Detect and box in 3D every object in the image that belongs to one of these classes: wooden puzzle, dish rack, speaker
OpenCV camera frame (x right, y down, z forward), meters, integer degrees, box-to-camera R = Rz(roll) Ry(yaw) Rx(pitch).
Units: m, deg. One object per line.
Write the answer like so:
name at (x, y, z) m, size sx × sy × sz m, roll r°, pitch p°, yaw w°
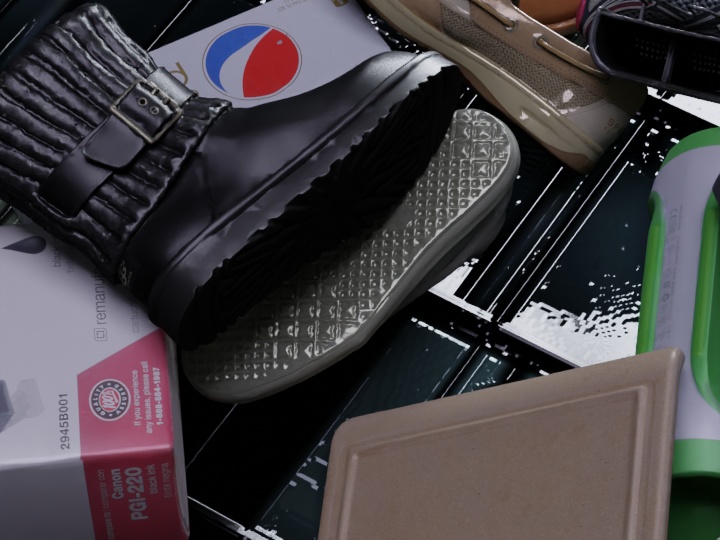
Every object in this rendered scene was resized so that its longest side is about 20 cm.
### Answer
wooden puzzle at (0.058, 0.133, 1.312) m, size 0.185 × 0.037 × 0.200 m, roll -14°, pitch 46°, yaw 30°
dish rack at (0.210, -0.174, 1.431) m, size 0.153 × 0.055 × 0.200 m, roll 15°, pitch 91°, yaw 21°
speaker at (0.171, 0.031, 1.388) m, size 0.088 × 0.088 × 0.200 m, roll 6°, pitch 55°, yaw 6°

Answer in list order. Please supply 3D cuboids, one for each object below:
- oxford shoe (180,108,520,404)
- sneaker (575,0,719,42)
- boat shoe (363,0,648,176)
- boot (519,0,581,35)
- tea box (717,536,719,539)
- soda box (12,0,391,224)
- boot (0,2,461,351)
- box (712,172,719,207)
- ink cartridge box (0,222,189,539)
oxford shoe at (0.000, 0.000, 1.439) m, size 0.200 × 0.058 × 0.075 m, roll -40°, pitch 67°, yaw -7°
sneaker at (0.206, -0.109, 1.491) m, size 0.200 × 0.081 × 0.075 m, roll 15°, pitch 59°, yaw 11°
boat shoe at (0.056, -0.133, 1.490) m, size 0.200 × 0.071 × 0.065 m, roll 40°, pitch 95°, yaw 2°
boot at (0.044, -0.207, 1.519) m, size 0.200 × 0.155 × 0.077 m, roll 20°, pitch 53°, yaw 15°
tea box at (0.242, 0.178, 1.207) m, size 0.200 × 0.134 × 0.197 m, roll 28°, pitch 32°, yaw 21°
soda box at (-0.082, -0.073, 1.486) m, size 0.200 × 0.064 × 0.068 m, roll -25°, pitch 57°, yaw -14°
boot at (-0.070, -0.073, 1.383) m, size 0.158 × 0.079 × 0.211 m, roll 40°, pitch 58°, yaw 22°
box at (0.263, 0.020, 1.317) m, size 0.200 × 0.044 × 0.160 m, roll 28°, pitch 19°, yaw -16°
ink cartridge box at (-0.187, 0.058, 1.382) m, size 0.200 × 0.085 × 0.146 m, roll -7°, pitch 53°, yaw -1°
